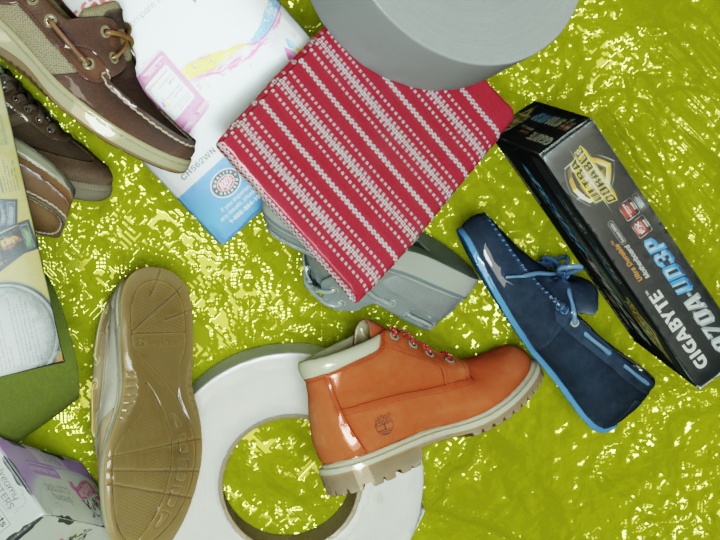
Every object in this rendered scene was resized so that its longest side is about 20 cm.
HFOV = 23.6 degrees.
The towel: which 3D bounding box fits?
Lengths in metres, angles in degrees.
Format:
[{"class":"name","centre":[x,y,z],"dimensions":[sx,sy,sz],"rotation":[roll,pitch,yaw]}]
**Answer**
[{"class":"towel","centre":[0.007,-0.095,1.155],"dimensions":[0.145,0.022,0.200],"rotation":[48,60,-12]}]

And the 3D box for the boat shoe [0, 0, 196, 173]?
[{"class":"boat shoe","centre":[-0.177,-0.143,1.109],"dimensions":[0.200,0.072,0.072],"rotation":[40,97,-4]}]

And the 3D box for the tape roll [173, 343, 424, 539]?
[{"class":"tape roll","centre":[-0.052,0.154,1.278],"dimensions":[0.202,0.037,0.204],"rotation":[-1,100,-7]}]

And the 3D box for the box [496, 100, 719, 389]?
[{"class":"box","centre":[0.178,-0.023,1.211],"dimensions":[0.046,0.159,0.200],"rotation":[-36,103,0]}]

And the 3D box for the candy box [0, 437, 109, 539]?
[{"class":"candy box","centre":[-0.279,0.210,1.190],"dimensions":[0.200,0.168,0.072],"rotation":[-39,72,1]}]

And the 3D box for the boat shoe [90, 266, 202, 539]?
[{"class":"boat shoe","centre":[-0.156,0.100,1.223],"dimensions":[0.073,0.069,0.201],"rotation":[8,81,-26]}]

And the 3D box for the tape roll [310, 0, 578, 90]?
[{"class":"tape roll","centre":[0.054,-0.226,1.160],"dimensions":[0.199,0.066,0.201],"rotation":[7,75,-29]}]

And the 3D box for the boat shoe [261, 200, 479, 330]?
[{"class":"boat shoe","centre":[0.000,0.000,1.207],"dimensions":[0.200,0.070,0.072],"rotation":[21,109,-43]}]

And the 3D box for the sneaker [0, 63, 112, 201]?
[{"class":"sneaker","centre":[-0.256,-0.112,1.187],"dimensions":[0.199,0.070,0.076],"rotation":[23,96,-11]}]

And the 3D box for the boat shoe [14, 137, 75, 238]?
[{"class":"boat shoe","centre":[-0.288,-0.060,1.120],"dimensions":[0.199,0.076,0.074],"rotation":[21,57,-8]}]

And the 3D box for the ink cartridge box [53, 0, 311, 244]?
[{"class":"ink cartridge box","centre":[-0.113,-0.141,1.192],"dimensions":[0.144,0.085,0.200],"rotation":[-43,101,2]}]

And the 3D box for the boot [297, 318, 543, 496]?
[{"class":"boot","centre":[0.045,0.075,1.232],"dimensions":[0.199,0.075,0.108],"rotation":[-21,92,-34]}]

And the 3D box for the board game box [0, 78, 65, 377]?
[{"class":"board game box","centre":[-0.272,-0.025,1.069],"dimensions":[0.135,0.035,0.201],"rotation":[-13,97,-19]}]

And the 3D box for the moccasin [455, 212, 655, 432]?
[{"class":"moccasin","centre":[0.145,0.027,1.265],"dimensions":[0.068,0.081,0.200],"rotation":[-36,116,7]}]

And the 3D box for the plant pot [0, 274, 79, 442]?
[{"class":"plant pot","centre":[-0.300,0.070,1.174],"dimensions":[0.199,0.187,0.188],"rotation":[-16,102,-18]}]
